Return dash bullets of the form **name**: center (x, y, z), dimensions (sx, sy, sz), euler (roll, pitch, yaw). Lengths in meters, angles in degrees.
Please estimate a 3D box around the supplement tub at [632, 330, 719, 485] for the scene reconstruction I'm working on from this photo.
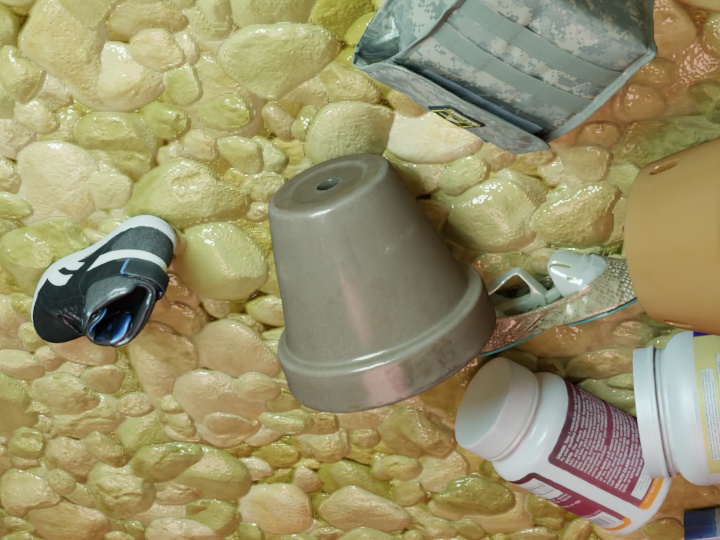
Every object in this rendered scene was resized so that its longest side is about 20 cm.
- **supplement tub**: center (0.361, 0.122, 1.566), dimensions (0.198, 0.146, 0.146), euler (-7, 134, 14)

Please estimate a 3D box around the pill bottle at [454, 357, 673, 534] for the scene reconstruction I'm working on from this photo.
- **pill bottle**: center (0.199, 0.170, 1.654), dimensions (0.199, 0.115, 0.114), euler (28, 131, -20)

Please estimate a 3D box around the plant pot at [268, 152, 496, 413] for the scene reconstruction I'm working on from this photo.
- **plant pot**: center (0.000, 0.000, 1.472), dimensions (0.199, 0.201, 0.176), euler (-13, 116, 19)

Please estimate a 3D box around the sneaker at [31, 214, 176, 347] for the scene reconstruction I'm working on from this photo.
- **sneaker**: center (-0.254, 0.037, 1.575), dimensions (0.073, 0.112, 0.200), euler (35, 129, -24)

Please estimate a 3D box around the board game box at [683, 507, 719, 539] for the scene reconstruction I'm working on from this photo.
- **board game box**: center (0.466, 0.323, 1.827), dimensions (0.198, 0.044, 0.201), euler (-10, 133, 16)

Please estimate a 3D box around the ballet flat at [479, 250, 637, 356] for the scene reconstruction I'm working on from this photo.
- **ballet flat**: center (0.171, 0.021, 1.546), dimensions (0.199, 0.071, 0.065), euler (-23, 114, 22)

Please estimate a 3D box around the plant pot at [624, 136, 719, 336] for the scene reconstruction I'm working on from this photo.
- **plant pot**: center (0.310, -0.027, 1.405), dimensions (0.139, 0.201, 0.200), euler (-5, 137, 34)

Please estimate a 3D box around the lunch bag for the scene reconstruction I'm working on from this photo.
- **lunch bag**: center (0.107, -0.177, 1.320), dimensions (0.163, 0.118, 0.200), euler (25, 139, -21)
